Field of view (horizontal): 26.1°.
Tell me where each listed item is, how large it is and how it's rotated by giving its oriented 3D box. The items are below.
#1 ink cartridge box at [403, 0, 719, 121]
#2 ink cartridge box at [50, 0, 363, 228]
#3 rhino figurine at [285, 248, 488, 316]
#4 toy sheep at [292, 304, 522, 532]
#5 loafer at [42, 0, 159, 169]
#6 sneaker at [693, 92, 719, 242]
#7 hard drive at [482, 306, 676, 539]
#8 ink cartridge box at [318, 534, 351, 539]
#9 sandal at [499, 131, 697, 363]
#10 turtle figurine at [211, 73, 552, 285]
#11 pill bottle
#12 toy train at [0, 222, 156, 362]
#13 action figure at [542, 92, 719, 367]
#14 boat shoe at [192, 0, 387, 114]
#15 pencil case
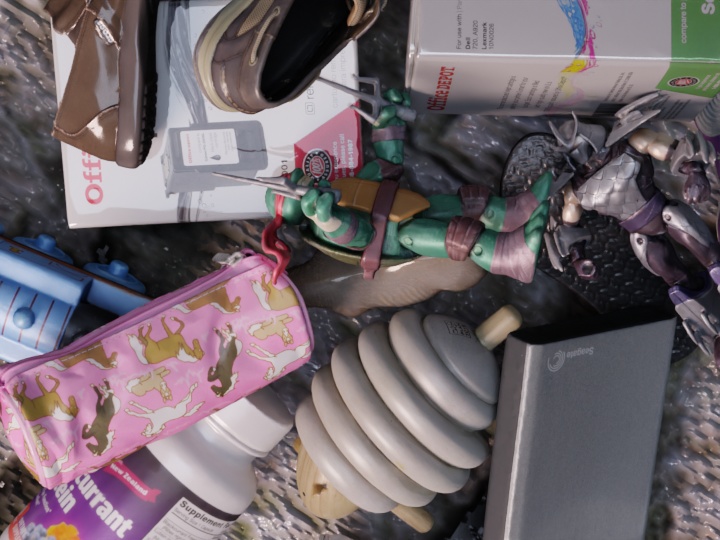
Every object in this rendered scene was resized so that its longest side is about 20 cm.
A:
[{"bbox_3d":[0.128,-0.152,0.988,0.198,0.145,0.085,2,82,0],"label":"ink cartridge box"},{"bbox_3d":[-0.099,-0.106,1.032,0.198,0.083,0.146,-3,99,0],"label":"ink cartridge box"},{"bbox_3d":[0.000,0.000,1.045,0.199,0.087,0.060,-14,95,11],"label":"rhino figurine"},{"bbox_3d":[0.033,0.094,1.041,0.138,0.138,0.200,44,101,-6],"label":"toy sheep"},{"bbox_3d":[-0.159,-0.164,0.945,0.070,0.073,0.202,4,96,-1],"label":"loafer"},{"bbox_3d":[0.283,-0.085,1.053,0.099,0.075,0.202,-10,97,-21],"label":"sneaker"},{"bbox_3d":[0.144,0.129,1.043,0.139,0.033,0.202,-8,110,-37],"label":"hard drive"},{"bbox_3d":[-0.001,0.306,1.073,0.144,0.084,0.201,23,106,-3],"label":"ink cartridge box"},{"bbox_3d":[0.162,-0.014,1.071,0.075,0.045,0.200,-39,111,11],"label":"sandal"},{"bbox_3d":[0.015,-0.046,0.953,0.198,0.150,0.101,12,132,3],"label":"turtle figurine"},{"bbox_3d":[-0.141,0.148,1.056,0.111,0.111,0.200,43,96,-6],"label":"pill bottle"},{"bbox_3d":[-0.229,0.019,1.035,0.199,0.114,0.087,24,98,-3],"label":"toy train"},{"bbox_3d":[0.191,-0.028,0.993,0.200,0.070,0.130,44,133,-11],"label":"action figure"},{"bbox_3d":[-0.014,-0.169,0.932,0.201,0.073,0.074,-54,133,-7],"label":"boat shoe"},{"bbox_3d":[-0.129,0.059,0.961,0.199,0.083,0.087,-27,82,-16],"label":"pencil case"}]
